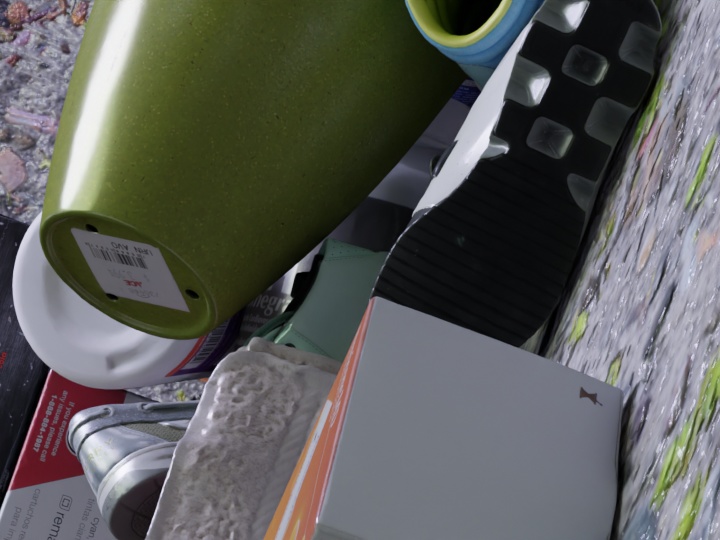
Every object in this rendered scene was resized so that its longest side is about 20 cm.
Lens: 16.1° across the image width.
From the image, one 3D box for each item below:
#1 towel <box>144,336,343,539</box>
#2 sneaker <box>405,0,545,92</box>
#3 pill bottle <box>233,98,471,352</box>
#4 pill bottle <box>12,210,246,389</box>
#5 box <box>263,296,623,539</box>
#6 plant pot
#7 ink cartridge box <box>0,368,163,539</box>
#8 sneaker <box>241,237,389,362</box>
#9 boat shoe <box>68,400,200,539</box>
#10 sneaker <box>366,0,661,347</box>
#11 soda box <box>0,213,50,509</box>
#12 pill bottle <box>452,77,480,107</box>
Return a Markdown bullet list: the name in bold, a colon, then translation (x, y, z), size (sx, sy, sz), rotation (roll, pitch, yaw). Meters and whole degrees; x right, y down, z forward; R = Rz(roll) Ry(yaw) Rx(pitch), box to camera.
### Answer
- **towel**: translation (-0.024, 0.125, 1.074), size (0.034, 0.132, 0.200), rotation (95, -169, -58)
- **sneaker**: translation (0.083, -0.177, 1.159), size (0.131, 0.079, 0.200), rotation (22, -98, -60)
- **pill bottle**: translation (0.000, 0.000, 1.379), size (0.111, 0.111, 0.200), rotation (150, 136, -83)
- **pill bottle**: translation (-0.107, 0.007, 1.429), size (0.112, 0.111, 0.200), rotation (-69, -15, 6)
- **box**: translation (0.007, 0.132, 0.889), size (0.124, 0.097, 0.200), rotation (-75, 8, -54)
- **plant pot**: translation (-0.066, -0.073, 1.205), size (0.200, 0.187, 0.187), rotation (-60, 0, -29)
- **ink cartridge box**: translation (-0.104, 0.158, 1.441), size (0.145, 0.200, 0.146), rotation (132, 156, -79)
- **sneaker**: translation (-0.011, 0.084, 1.190), size (0.074, 0.118, 0.201), rotation (-159, 89, -84)
- **boat shoe**: translation (-0.049, 0.090, 1.257), size (0.065, 0.202, 0.074), rotation (55, 133, 33)
- **sneaker**: translation (0.068, -0.037, 1.115), size (0.200, 0.074, 0.089), rotation (-58, 4, 6)
- **soda box**: translation (-0.219, 0.071, 1.459), size (0.063, 0.071, 0.200), rotation (103, -174, -78)
- **pill bottle**: translation (0.055, -0.144, 1.429), size (0.200, 0.116, 0.116), rotation (130, 160, -77)
